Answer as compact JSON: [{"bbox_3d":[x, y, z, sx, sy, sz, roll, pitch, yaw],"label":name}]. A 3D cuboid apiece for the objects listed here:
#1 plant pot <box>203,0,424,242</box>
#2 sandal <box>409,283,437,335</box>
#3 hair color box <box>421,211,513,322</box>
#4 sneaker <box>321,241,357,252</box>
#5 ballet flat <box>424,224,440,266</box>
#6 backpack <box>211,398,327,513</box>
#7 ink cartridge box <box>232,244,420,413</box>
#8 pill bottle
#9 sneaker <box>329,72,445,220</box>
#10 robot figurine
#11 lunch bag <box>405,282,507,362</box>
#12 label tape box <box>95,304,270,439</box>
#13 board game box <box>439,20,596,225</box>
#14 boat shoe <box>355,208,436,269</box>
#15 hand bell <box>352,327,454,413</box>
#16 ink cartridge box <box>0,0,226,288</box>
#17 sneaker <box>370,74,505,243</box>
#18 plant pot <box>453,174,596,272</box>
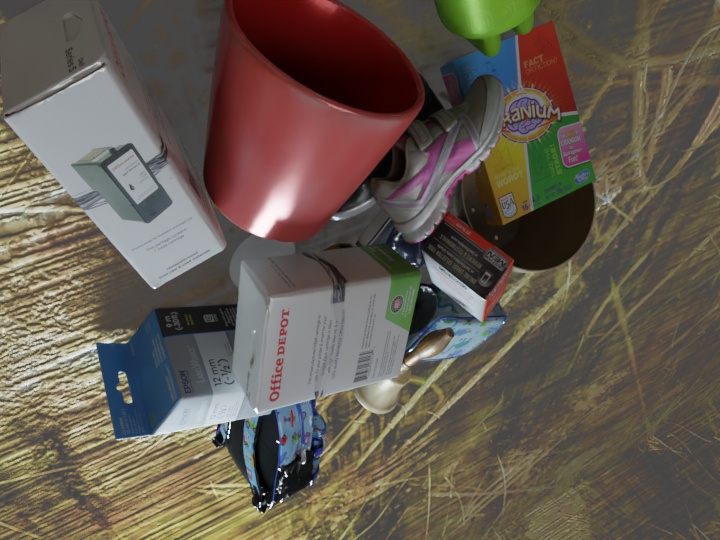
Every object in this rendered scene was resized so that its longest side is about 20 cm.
[{"bbox_3d":[-0.062,-0.141,0.559,0.195,0.204,0.179,0,141,-36],"label":"plant pot"},{"bbox_3d":[0.036,0.089,0.910,0.197,0.048,0.076,-29,107,19],"label":"sandal"},{"bbox_3d":[0.141,0.003,0.769,0.062,0.101,0.200,-51,165,-2],"label":"hair color box"},{"bbox_3d":[0.000,0.000,0.839,0.071,0.087,0.199,-27,167,12],"label":"sneaker"},{"bbox_3d":[0.125,-0.029,0.903,0.197,0.068,0.069,20,109,-47],"label":"ballet flat"},{"bbox_3d":[-0.133,0.218,0.878,0.132,0.182,0.206,-14,127,-36],"label":"backpack"},{"bbox_3d":[-0.040,0.061,0.670,0.195,0.084,0.150,-7,121,-33],"label":"ink cartridge box"},{"bbox_3d":[-0.093,0.045,0.774,0.108,0.111,0.202,-30,142,-6],"label":"pill bottle"},{"bbox_3d":[0.015,-0.154,0.691,0.199,0.071,0.099,-43,140,-1],"label":"sneaker"},{"bbox_3d":[0.115,-0.314,0.560,0.173,0.117,0.201,-32,142,4],"label":"robot figurine"},{"bbox_3d":[0.145,0.095,1.016,0.195,0.084,0.162,2,141,-38],"label":"lunch bag"},{"bbox_3d":[-0.214,0.118,0.729,0.195,0.145,0.067,1,131,-37],"label":"label tape box"},{"bbox_3d":[0.199,-0.181,0.726,0.149,0.040,0.206,-24,101,-14],"label":"board game box"},{"bbox_3d":[0.080,-0.074,0.763,0.201,0.092,0.075,-49,-179,42],"label":"boat shoe"},{"bbox_3d":[0.077,0.136,0.888,0.102,0.107,0.199,2,151,-37],"label":"hand bell"},{"bbox_3d":[-0.207,-0.110,0.500,0.082,0.147,0.202,-27,141,-5],"label":"ink cartridge box"},{"bbox_3d":[0.083,-0.135,0.640,0.087,0.081,0.203,33,92,-19],"label":"sneaker"},{"bbox_3d":[0.213,-0.091,0.830,0.196,0.205,0.134,-24,177,-13],"label":"plant pot"}]
